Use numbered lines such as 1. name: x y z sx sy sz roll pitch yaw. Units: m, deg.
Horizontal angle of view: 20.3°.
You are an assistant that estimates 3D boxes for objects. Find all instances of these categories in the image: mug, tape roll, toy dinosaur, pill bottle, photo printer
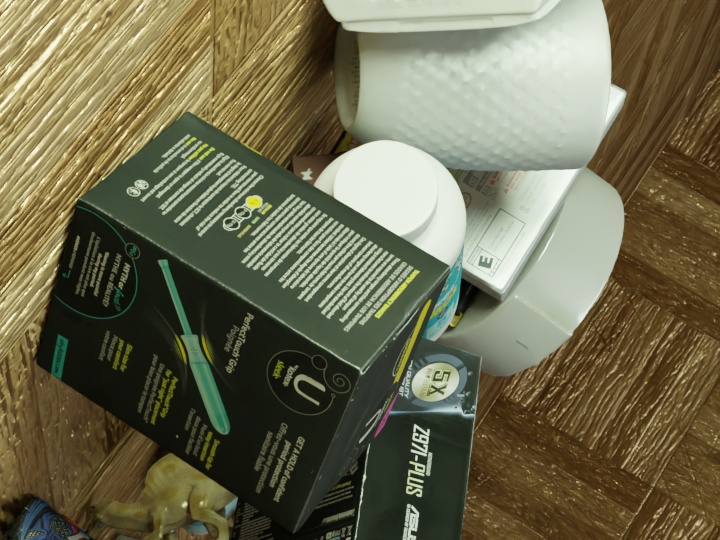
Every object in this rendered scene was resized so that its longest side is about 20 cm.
1. mug: 0.068 -0.153 1.484 0.200 0.175 0.148 -128 -142 -67
2. tape roll: 0.136 -0.010 1.752 0.202 0.071 0.203 -42 -152 28
3. toy dinosaur: -0.120 0.178 1.541 0.199 0.101 0.058 -20 148 -7
4. pill bottle: 0.017 -0.018 1.399 0.111 0.111 0.200 -56 167 -17
5. photo printer: 0.087 -0.230 1.375 0.200 0.166 0.070 -45 129 -48

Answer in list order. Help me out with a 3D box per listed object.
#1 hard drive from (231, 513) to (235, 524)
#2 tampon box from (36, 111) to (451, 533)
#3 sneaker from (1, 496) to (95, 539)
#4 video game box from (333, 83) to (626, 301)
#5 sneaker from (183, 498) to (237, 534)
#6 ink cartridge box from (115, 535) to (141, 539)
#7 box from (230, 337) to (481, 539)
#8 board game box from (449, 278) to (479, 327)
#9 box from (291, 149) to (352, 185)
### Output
1. hard drive: -0.066 0.150 1.754 0.132 0.026 0.200 -45 -163 5
2. tampon box: -0.073 0.029 1.238 0.126 0.200 0.150 -46 164 -48
3. sneaker: -0.211 0.212 1.430 0.076 0.078 0.200 -59 169 -2
4. video game box: 0.091 -0.105 1.660 0.200 0.182 0.047 -57 172 -8
5. sneaker: -0.120 0.127 1.619 0.131 0.079 0.201 -19 129 -76
6. ink cartridge box: -0.154 0.309 1.761 0.084 0.146 0.200 -56 168 -5
7. box: -0.008 0.148 1.453 0.200 0.086 0.164 -29 -132 55
8. board game box: 0.066 -0.048 1.777 0.166 0.057 0.200 -60 -157 -4
9. box: 0.000 0.000 1.592 0.200 0.100 0.075 87 -1 -45
